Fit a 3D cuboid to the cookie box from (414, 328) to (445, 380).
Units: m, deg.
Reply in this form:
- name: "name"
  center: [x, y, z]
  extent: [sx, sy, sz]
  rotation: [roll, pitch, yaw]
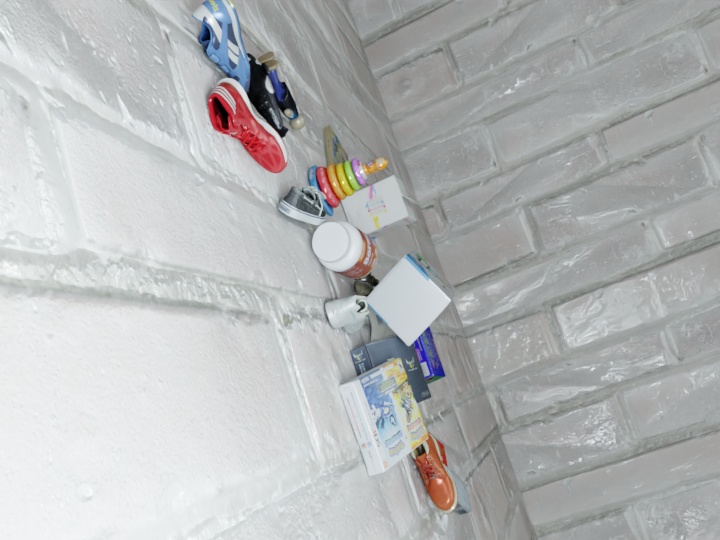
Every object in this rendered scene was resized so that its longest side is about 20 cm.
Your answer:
- name: "cookie box"
  center: [0.181, 0.248, 2.024]
  extent: [0.200, 0.074, 0.175]
  rotation: [28, 42, -70]

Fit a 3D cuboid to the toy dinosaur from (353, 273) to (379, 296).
- name: "toy dinosaur"
  center: [0.000, 0.000, 1.687]
  extent: [0.102, 0.075, 0.204]
  rotation: [62, 14, -71]

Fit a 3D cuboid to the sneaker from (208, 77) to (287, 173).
- name: "sneaker"
  center: [-0.216, -0.246, 1.247]
  extent: [0.201, 0.078, 0.116]
  rotation: [51, 28, -20]

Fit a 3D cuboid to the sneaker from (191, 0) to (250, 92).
- name: "sneaker"
  center: [-0.268, -0.429, 1.306]
  extent: [0.074, 0.081, 0.202]
  rotation: [44, -24, 40]

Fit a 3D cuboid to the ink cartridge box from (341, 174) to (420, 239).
- name: "ink cartridge box"
  center: [0.065, -0.180, 1.949]
  extent: [0.128, 0.197, 0.128]
  rotation: [7, 62, -75]

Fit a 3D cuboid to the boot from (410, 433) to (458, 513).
- name: "boot"
  center: [0.170, 0.489, 1.644]
  extent: [0.107, 0.074, 0.203]
  rotation: [42, 21, -56]

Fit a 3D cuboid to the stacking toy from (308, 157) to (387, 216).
- name: "stacking toy"
  center: [-0.023, -0.234, 1.683]
  extent: [0.111, 0.196, 0.117]
  rotation: [58, 18, -36]

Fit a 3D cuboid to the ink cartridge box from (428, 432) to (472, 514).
- name: "ink cartridge box"
  center: [0.249, 0.560, 1.881]
  extent: [0.160, 0.046, 0.204]
  rotation: [49, 26, -54]

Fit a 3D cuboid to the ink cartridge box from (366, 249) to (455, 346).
- name: "ink cartridge box"
  center: [0.122, 0.058, 1.592]
  extent: [0.147, 0.146, 0.200]
  rotation: [44, 12, 4]

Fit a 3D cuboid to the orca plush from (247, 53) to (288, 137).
- name: "orca plush"
  center: [-0.226, -0.361, 1.421]
  extent: [0.105, 0.070, 0.204]
  rotation: [-14, -86, 59]

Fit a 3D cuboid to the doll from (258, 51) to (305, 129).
- name: "doll"
  center: [-0.186, -0.422, 1.643]
  extent: [0.201, 0.048, 0.138]
  rotation: [63, 4, -47]

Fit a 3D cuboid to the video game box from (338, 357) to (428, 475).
- name: "video game box"
  center: [0.051, 0.293, 1.386]
  extent: [0.199, 0.046, 0.186]
  rotation: [-14, 85, -57]

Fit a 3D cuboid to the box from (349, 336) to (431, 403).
- name: "box"
  center: [0.072, 0.237, 1.534]
  extent: [0.198, 0.050, 0.161]
  rotation: [-3, 70, -55]

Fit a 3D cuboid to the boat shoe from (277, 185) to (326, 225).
- name: "boat shoe"
  center: [-0.112, -0.146, 1.441]
  extent: [0.073, 0.069, 0.199]
  rotation: [34, 9, 19]

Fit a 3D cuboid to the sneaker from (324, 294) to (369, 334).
- name: "sneaker"
  center: [-0.012, 0.094, 1.492]
  extent: [0.072, 0.079, 0.200]
  rotation: [69, 12, 11]

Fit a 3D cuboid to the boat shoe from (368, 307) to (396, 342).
- name: "boat shoe"
  center: [0.058, 0.161, 1.709]
  extent: [0.069, 0.071, 0.202]
  rotation: [56, 10, -42]

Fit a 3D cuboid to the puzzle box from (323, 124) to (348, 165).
- name: "puzzle box"
  center: [-0.066, -0.327, 2.026]
  extent: [0.203, 0.025, 0.134]
  rotation: [-98, 162, -44]

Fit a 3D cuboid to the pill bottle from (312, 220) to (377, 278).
- name: "pill bottle"
  center: [-0.037, -0.049, 1.536]
  extent: [0.200, 0.110, 0.114]
  rotation: [24, 46, -71]
